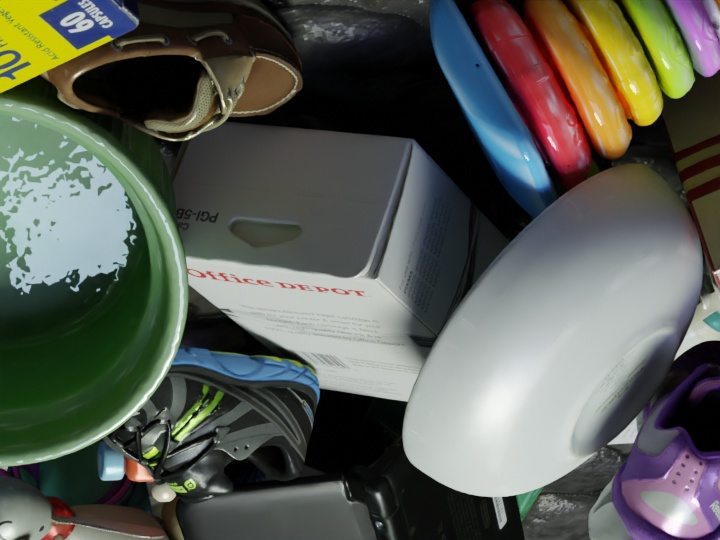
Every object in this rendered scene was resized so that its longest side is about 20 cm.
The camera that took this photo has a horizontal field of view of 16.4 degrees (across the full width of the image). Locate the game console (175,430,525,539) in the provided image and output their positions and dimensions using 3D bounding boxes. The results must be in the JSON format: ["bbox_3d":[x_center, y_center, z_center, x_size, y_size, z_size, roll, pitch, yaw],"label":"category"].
[{"bbox_3d":[0.002,0.163,1.518,0.116,0.176,0.201,19,141,32],"label":"game console"}]

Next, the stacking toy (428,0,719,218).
[{"bbox_3d":[0.143,-0.122,1.269,0.199,0.116,0.110,-30,154,2],"label":"stacking toy"}]

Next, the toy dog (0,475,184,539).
[{"bbox_3d":[-0.151,0.183,1.485,0.199,0.097,0.132,0,137,-41],"label":"toy dog"}]

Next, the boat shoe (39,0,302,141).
[{"bbox_3d":[-0.095,-0.096,1.202,0.076,0.074,0.200,-39,154,25],"label":"boat shoe"}]

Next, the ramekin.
[{"bbox_3d":[-0.182,-0.012,1.240,0.199,0.098,0.201,0,116,0],"label":"ramekin"}]

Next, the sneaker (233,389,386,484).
[{"bbox_3d":[-0.040,0.130,1.623,0.199,0.081,0.116,-6,117,43],"label":"sneaker"}]

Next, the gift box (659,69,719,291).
[{"bbox_3d":[0.273,-0.046,1.338,0.186,0.201,0.185,-21,136,10],"label":"gift box"}]

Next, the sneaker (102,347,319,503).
[{"bbox_3d":[-0.101,0.085,1.364,0.199,0.083,0.071,7,170,-42],"label":"sneaker"}]

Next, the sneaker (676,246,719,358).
[{"bbox_3d":[0.220,-0.002,1.490,0.199,0.070,0.094,-20,146,-17],"label":"sneaker"}]

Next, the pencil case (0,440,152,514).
[{"bbox_3d":[-0.179,0.169,1.627,0.092,0.085,0.200,-11,149,-6],"label":"pencil case"}]

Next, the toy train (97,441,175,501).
[{"bbox_3d":[-0.185,0.079,1.447,0.199,0.150,0.056,1,111,-13],"label":"toy train"}]

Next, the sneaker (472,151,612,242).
[{"bbox_3d":[0.102,-0.032,1.411,0.080,0.074,0.200,-7,148,-2],"label":"sneaker"}]

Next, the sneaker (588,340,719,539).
[{"bbox_3d":[0.186,0.084,1.328,0.080,0.200,0.089,25,121,8],"label":"sneaker"}]

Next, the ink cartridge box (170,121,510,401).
[{"bbox_3d":[0.000,0.000,1.360,0.146,0.083,0.200,8,160,30],"label":"ink cartridge box"}]

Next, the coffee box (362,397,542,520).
[{"bbox_3d":[0.061,0.112,1.595,0.123,0.044,0.200,35,145,10],"label":"coffee box"}]

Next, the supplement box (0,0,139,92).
[{"bbox_3d":[-0.212,-0.134,1.091,0.199,0.110,0.109,-23,148,19],"label":"supplement box"}]

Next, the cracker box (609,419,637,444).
[{"bbox_3d":[0.194,0.054,1.597,0.199,0.058,0.134,-3,148,-17],"label":"cracker box"}]

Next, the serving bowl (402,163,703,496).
[{"bbox_3d":[0.113,0.044,1.297,0.200,0.066,0.201,-38,153,-24],"label":"serving bowl"}]
